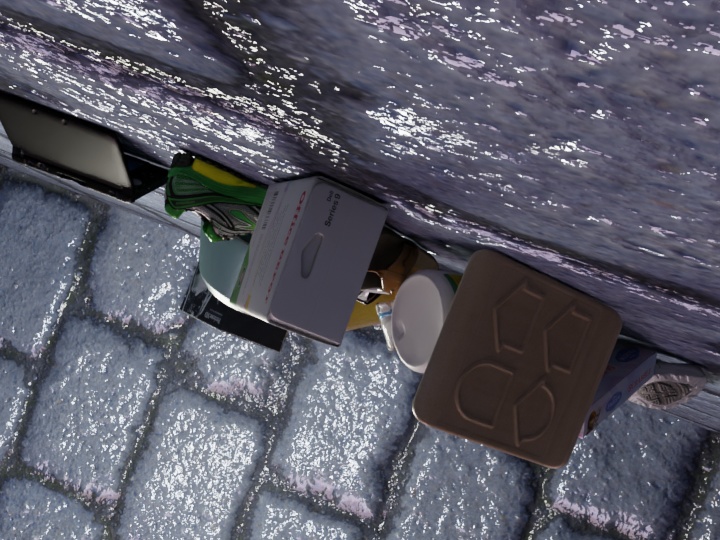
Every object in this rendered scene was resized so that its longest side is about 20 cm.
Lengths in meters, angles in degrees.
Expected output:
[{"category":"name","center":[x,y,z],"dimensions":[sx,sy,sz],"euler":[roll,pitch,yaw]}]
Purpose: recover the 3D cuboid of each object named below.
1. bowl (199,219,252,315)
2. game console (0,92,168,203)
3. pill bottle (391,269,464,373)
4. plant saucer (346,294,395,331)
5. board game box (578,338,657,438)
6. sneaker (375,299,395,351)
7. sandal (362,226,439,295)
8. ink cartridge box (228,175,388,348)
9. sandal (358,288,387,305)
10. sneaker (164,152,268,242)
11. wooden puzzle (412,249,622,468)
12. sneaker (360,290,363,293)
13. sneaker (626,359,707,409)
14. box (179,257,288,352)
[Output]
[{"category":"bowl","center":[-0.140,-0.011,1.180],"dimensions":[0.198,0.106,0.201],"euler":[24,-162,-8]},{"category":"game console","center":[-0.378,-0.182,1.197],"dimensions":[0.197,0.118,0.176],"euler":[20,-154,11]},{"category":"pill bottle","center":[0.143,0.063,0.998],"dimensions":[0.197,0.115,0.112],"euler":[6,-176,-33]},{"category":"plant saucer","center":[0.026,0.059,1.412],"dimensions":[0.196,0.050,0.200],"euler":[-12,180,-8]},{"category":"board game box","center":[0.255,0.127,1.145],"dimensions":[0.197,0.042,0.198],"euler":[20,-150,39]},{"category":"sneaker","center":[0.117,0.075,1.242],"dimensions":[0.197,0.089,0.074],"euler":[-11,173,31]},{"category":"sandal","center":[0.042,0.003,1.014],"dimensions":[0.054,0.083,0.199],"euler":[35,-172,36]},{"category":"ink cartridge box","center":[-0.061,-0.012,0.905],"dimensions":[0.086,0.148,0.200],"euler":[21,176,-17]},{"category":"sandal","center":[0.024,0.019,1.282],"dimensions":[0.205,0.079,0.060],"euler":[14,145,46]},{"category":"sneaker","center":[-0.148,-0.068,1.059],"dimensions":[0.197,0.087,0.078],"euler":[22,176,-22]},{"category":"wooden puzzle","center":[0.164,0.096,0.921],"dimensions":[0.197,0.188,0.046],"euler":[22,180,-23]},{"category":"sneaker","center":[0.000,0.000,1.197],"dimensions":[0.070,0.082,0.199],"euler":[19,173,-23]},{"category":"sneaker","center":[0.383,0.137,1.225],"dimensions":[0.196,0.100,0.079],"euler":[-2,134,16]},{"category":"box","center":[-0.185,0.009,1.445],"dimensions":[0.122,0.200,0.199],"euler":[22,175,-31]}]
